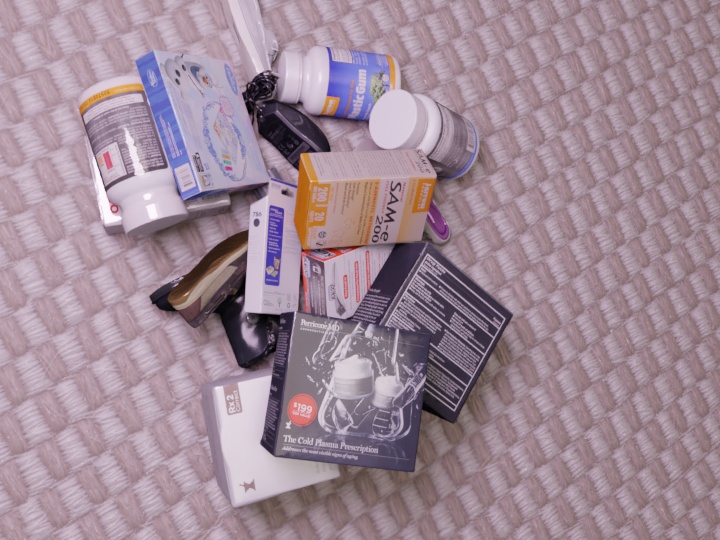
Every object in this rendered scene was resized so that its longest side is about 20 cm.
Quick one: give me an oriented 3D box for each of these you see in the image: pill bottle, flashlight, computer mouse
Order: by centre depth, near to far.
[{"bbox_3d":[-0.319,-0.161,1.072,0.114,0.116,0.205,-17,88,-19],"label":"pill bottle"},{"bbox_3d":[-0.110,-0.073,1.243,0.067,0.068,0.203,-27,99,16],"label":"flashlight"},{"bbox_3d":[-0.115,-0.239,1.247,0.200,0.137,0.053,45,55,-17],"label":"computer mouse"},{"bbox_3d":[0.108,-0.228,1.265,0.198,0.112,0.117,11,78,-52],"label":"pill bottle"},{"bbox_3d":[-0.039,-0.316,1.273,0.195,0.112,0.115,2,83,-18],"label":"pill bottle"}]

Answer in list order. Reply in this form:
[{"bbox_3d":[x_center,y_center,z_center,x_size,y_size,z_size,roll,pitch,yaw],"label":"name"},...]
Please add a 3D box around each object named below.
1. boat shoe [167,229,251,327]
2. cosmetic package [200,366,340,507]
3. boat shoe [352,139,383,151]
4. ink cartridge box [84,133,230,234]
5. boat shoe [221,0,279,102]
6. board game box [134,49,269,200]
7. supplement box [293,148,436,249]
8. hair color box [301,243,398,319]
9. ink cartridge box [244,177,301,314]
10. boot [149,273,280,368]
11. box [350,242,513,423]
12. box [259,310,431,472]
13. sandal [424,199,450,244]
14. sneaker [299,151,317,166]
[{"bbox_3d":[-0.209,0.008,1.134,0.200,0.072,0.066,-47,122,-40],"label":"boat shoe"},{"bbox_3d":[-0.142,0.236,1.131,0.161,0.200,0.169,-10,87,-18],"label":"cosmetic package"},{"bbox_3d":[-0.018,-0.143,1.289,0.074,0.093,0.201,41,45,-5],"label":"boat shoe"},{"bbox_3d":[-0.316,-0.151,1.178,0.195,0.084,0.149,-12,87,-19],"label":"ink cartridge box"},{"bbox_3d":[-0.173,-0.384,1.266,0.067,0.072,0.204,-20,81,-18],"label":"boat shoe"},{"bbox_3d":[-0.227,-0.215,1.117,0.043,0.198,0.205,-17,93,25],"label":"board game box"},{"bbox_3d":[0.004,-0.108,1.134,0.195,0.128,0.074,-6,43,-18],"label":"supplement box"},{"bbox_3d":[0.000,0.000,1.227,0.197,0.063,0.114,-22,120,-39],"label":"hair color box"},{"bbox_3d":[-0.131,-0.034,1.160,0.099,0.038,0.206,11,83,-59],"label":"ink cartridge box"},{"bbox_3d":[-0.214,0.076,1.190,0.197,0.076,0.172,-20,87,-25],"label":"boot"},{"bbox_3d":[0.101,0.094,1.186,0.199,0.123,0.201,37,78,-20],"label":"box"},{"bbox_3d":[-0.021,0.161,1.016,0.195,0.104,0.187,10,82,-16],"label":"box"},{"bbox_3d":[0.105,-0.136,1.308,0.203,0.049,0.083,48,41,-26],"label":"sandal"},{"bbox_3d":[0.002,-0.159,1.190,0.196,0.082,0.072,12,55,-30],"label":"sneaker"}]
